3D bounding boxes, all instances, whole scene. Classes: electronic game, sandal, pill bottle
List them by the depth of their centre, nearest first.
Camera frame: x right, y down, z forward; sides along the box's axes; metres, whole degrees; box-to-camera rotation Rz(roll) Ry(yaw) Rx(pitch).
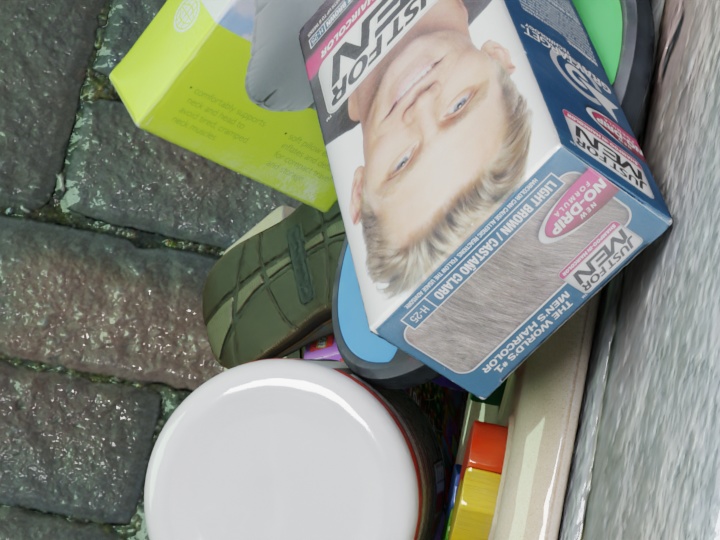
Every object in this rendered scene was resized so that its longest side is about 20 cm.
[{"bbox_3d":[0.051,-0.042,0.880,0.200,0.041,0.201,-46,25,29],"label":"electronic game"},{"bbox_3d":[-0.021,0.098,0.949,0.200,0.115,0.117,18,-95,-82],"label":"pill bottle"},{"bbox_3d":[0.000,0.000,1.024,0.199,0.054,0.082,-31,63,41],"label":"sandal"}]

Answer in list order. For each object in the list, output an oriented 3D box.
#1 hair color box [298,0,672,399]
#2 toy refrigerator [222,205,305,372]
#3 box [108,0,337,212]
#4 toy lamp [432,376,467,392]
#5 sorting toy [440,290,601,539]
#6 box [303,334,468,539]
[{"bbox_3d":[0.040,-0.058,0.808,0.100,0.060,0.201,-45,33,22],"label":"hair color box"},{"bbox_3d":[-0.027,0.070,1.181,0.070,0.075,0.201,-37,44,41],"label":"toy refrigerator"},{"bbox_3d":[-0.002,-0.128,0.913,0.200,0.121,0.048,-50,44,18],"label":"box"},{"bbox_3d":[0.068,-0.041,1.050,0.058,0.058,0.202,-86,10,-71],"label":"toy lamp"},{"bbox_3d":[0.061,0.063,0.923,0.200,0.036,0.187,114,169,-74],"label":"sorting toy"},{"bbox_3d":[0.022,0.031,1.155,0.201,0.039,0.137,-81,-29,-51],"label":"box"}]
